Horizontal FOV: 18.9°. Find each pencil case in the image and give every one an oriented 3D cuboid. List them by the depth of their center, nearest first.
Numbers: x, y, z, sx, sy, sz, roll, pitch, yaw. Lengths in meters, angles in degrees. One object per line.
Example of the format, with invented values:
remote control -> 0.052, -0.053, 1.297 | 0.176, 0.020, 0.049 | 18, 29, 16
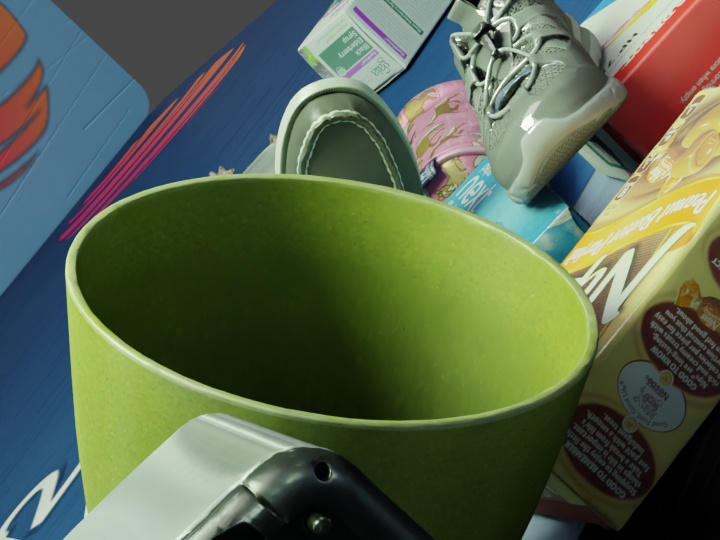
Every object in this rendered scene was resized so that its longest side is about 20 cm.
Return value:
pencil case -> 0.062, -0.055, 1.265 | 0.200, 0.086, 0.083 | -89, 13, -73

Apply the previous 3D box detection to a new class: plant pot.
plant pot -> -0.022, 0.094, 0.795 | 0.187, 0.187, 0.200 | -71, -9, -64

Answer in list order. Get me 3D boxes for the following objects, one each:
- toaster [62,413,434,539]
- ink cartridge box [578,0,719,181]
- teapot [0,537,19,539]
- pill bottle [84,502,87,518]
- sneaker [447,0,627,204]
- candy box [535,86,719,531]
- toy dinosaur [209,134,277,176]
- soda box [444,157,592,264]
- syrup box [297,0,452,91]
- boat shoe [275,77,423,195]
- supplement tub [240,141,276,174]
toaster -> -0.033, 0.154, 0.618 | 0.181, 0.200, 0.119 | -49, 16, -10
ink cartridge box -> 0.163, -0.103, 1.093 | 0.116, 0.067, 0.200 | -48, 12, -2
teapot -> -0.197, 0.240, 1.065 | 0.200, 0.146, 0.197 | -30, 31, -22
pill bottle -> -0.084, 0.111, 1.124 | 0.112, 0.112, 0.200 | -43, 20, 18
sneaker -> 0.070, -0.093, 1.029 | 0.075, 0.082, 0.200 | -46, 13, 13
candy box -> 0.124, 0.010, 0.887 | 0.200, 0.055, 0.115 | -50, 12, -13
toy dinosaur -> -0.048, -0.019, 1.516 | 0.086, 0.136, 0.201 | 0, 65, 20
soda box -> 0.082, -0.004, 1.062 | 0.068, 0.064, 0.200 | -46, 11, 5
syrup box -> 0.029, -0.250, 2.019 | 0.079, 0.081, 0.200 | -36, 14, 45
boat shoe -> 0.003, -0.001, 1.078 | 0.072, 0.202, 0.060 | -11, 37, -2
supplement tub -> -0.073, 0.027, 1.355 | 0.200, 0.123, 0.123 | -49, 12, -14
